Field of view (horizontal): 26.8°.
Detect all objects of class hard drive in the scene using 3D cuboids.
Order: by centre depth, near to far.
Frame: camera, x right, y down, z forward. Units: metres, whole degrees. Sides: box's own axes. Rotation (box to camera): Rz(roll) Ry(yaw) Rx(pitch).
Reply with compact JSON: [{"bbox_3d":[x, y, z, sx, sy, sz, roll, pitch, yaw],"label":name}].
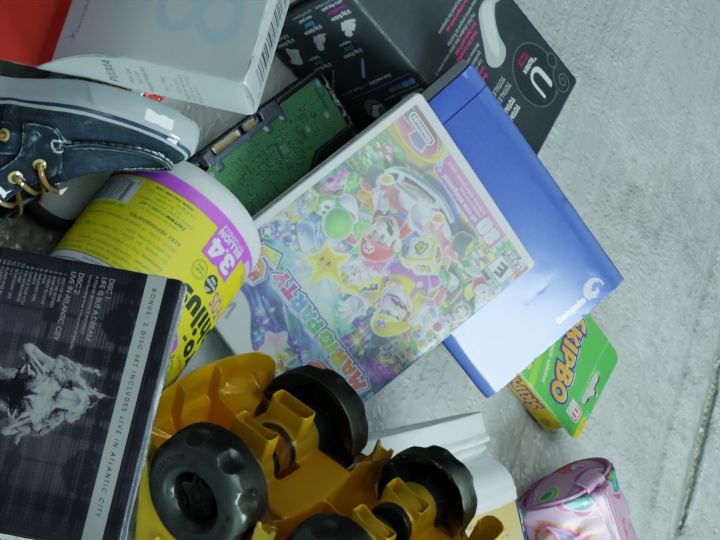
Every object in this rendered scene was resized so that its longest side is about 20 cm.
[{"bbox_3d":[-0.027,-0.020,1.047,0.140,0.038,0.201,-42,107,-39],"label":"hard drive"},{"bbox_3d":[0.080,-0.026,1.052,0.132,0.025,0.200,-40,112,-2],"label":"hard drive"}]

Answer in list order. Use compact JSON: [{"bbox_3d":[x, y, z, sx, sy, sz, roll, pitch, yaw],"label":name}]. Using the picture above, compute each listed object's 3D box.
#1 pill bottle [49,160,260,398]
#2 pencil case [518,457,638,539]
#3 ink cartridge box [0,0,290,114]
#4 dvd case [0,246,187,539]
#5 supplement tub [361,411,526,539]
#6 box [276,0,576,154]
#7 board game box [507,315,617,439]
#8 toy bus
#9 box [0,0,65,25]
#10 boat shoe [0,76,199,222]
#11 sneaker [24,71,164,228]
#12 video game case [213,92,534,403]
[{"bbox_3d":[-0.149,0.034,0.878,0.104,0.104,0.201,44,62,-22],"label":"pill bottle"},{"bbox_3d":[0.189,0.244,1.132,0.087,0.087,0.202,-28,96,-41],"label":"pencil case"},{"bbox_3d":[-0.131,-0.185,0.834,0.198,0.047,0.162,13,74,6],"label":"ink cartridge box"},{"bbox_3d":[-0.204,0.059,0.801,0.197,0.016,0.150,10,72,6],"label":"dvd case"},{"bbox_3d":[0.042,0.202,0.976,0.143,0.144,0.203,-9,85,-41],"label":"supplement tub"},{"bbox_3d":[0.044,-0.157,1.098,0.200,0.106,0.123,47,55,-22],"label":"box"},{"bbox_3d":[0.122,0.032,1.168,0.200,0.030,0.096,48,53,-17],"label":"board game box"},{"bbox_3d":[-0.042,0.176,0.874,0.135,0.199,0.194,-24,139,-55],"label":"toy bus"},{"bbox_3d":[-0.162,-0.192,0.889,0.197,0.048,0.123,1,72,5],"label":"box"},{"bbox_3d":[-0.194,-0.058,0.851,0.198,0.071,0.092,8,76,3],"label":"boat shoe"},{"bbox_3d":[-0.140,-0.125,0.931,0.067,0.107,0.203,38,57,-27],"label":"sneaker"},{"bbox_3d":[0.000,0.000,0.995,0.199,0.018,0.144,-38,103,-8],"label":"video game case"}]
